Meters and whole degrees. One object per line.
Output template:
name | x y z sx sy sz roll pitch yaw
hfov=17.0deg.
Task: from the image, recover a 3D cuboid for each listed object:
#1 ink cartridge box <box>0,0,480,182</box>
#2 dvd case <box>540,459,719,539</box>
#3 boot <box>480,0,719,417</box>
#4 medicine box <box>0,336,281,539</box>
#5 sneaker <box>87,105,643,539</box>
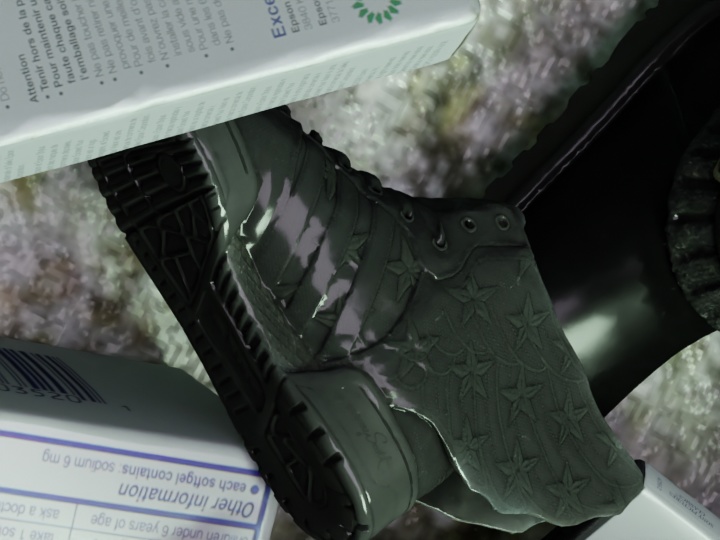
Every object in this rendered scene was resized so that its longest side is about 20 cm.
ink cartridge box | -0.095 -0.121 0.585 0.200 0.043 0.197 -15 79 -13
dvd case | 0.119 0.164 0.819 0.200 0.018 0.143 37 119 -15
boot | 0.112 0.007 0.754 0.211 0.158 0.079 -55 133 -4
medicine box | -0.141 0.121 0.713 0.182 0.103 0.200 11 98 -24
sneaker | 0.002 -0.001 0.694 0.104 0.060 0.200 -30 97 -33
